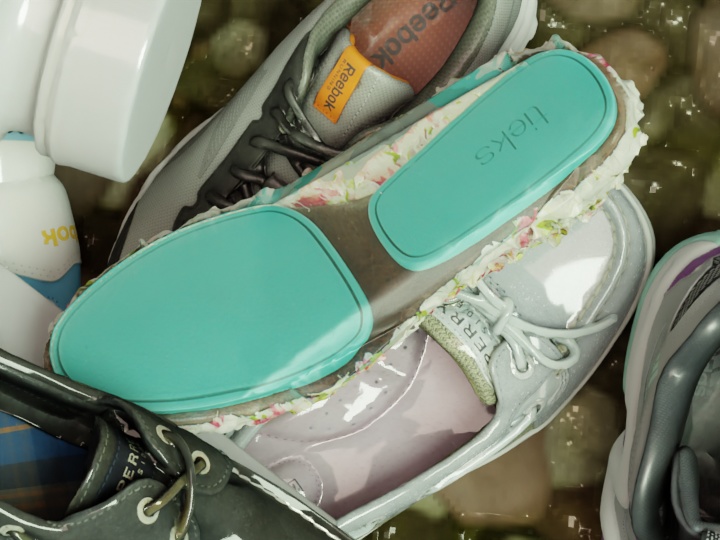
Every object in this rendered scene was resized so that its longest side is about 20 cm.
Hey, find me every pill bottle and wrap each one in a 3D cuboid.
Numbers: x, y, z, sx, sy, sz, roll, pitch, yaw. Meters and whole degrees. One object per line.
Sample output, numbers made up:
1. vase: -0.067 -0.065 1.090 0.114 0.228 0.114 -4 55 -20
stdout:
1. pill bottle: -0.153 -0.097 0.769 0.199 0.111 0.112 19 90 3

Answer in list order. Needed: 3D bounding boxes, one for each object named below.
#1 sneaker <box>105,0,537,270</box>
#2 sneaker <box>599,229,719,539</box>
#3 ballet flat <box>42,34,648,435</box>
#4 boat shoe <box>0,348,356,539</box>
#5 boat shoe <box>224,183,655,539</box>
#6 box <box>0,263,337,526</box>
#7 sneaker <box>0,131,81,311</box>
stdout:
1. sneaker: -0.021 -0.039 0.819 0.074 0.079 0.200 39 93 4
2. sneaker: 0.106 0.093 0.773 0.077 0.140 0.201 1 98 4
3. ballet flat: 0.000 0.000 0.767 0.199 0.064 0.076 -27 70 -4
4. boat shoe: -0.076 0.065 0.702 0.199 0.057 0.069 21 50 -12
5. boat shoe: 0.014 0.041 0.822 0.202 0.065 0.075 -37 88 2
6. box: -0.122 0.067 0.736 0.200 0.036 0.144 36 48 2
7. sneaker: -0.191 0.011 0.829 0.199 0.077 0.081 -13 89 4
